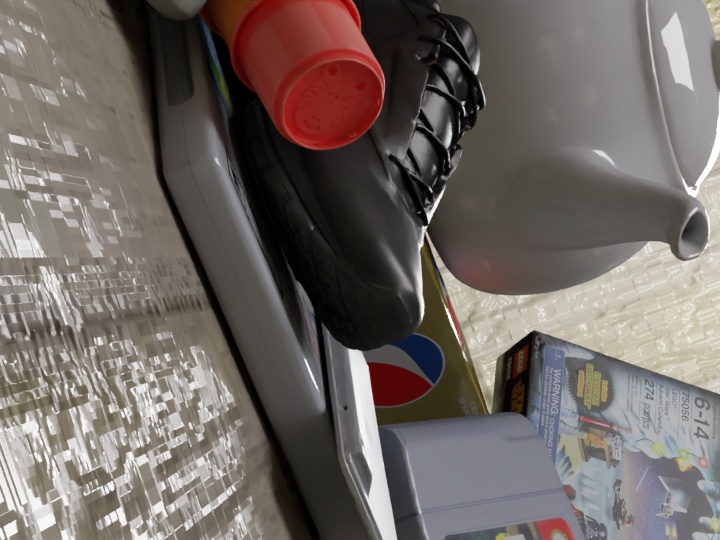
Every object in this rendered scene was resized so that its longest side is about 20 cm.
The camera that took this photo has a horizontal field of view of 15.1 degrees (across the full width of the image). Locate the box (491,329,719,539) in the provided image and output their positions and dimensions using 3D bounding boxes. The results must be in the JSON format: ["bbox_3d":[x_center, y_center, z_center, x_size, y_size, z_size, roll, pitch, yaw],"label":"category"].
[{"bbox_3d":[0.119,0.140,1.216,0.040,0.136,0.201,-41,-144,54],"label":"box"}]

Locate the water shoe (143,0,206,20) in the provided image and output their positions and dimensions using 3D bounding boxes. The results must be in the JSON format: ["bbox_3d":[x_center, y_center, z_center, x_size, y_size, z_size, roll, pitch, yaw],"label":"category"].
[{"bbox_3d":[-0.074,-0.186,0.915,0.072,0.079,0.201,18,53,-86],"label":"water shoe"}]

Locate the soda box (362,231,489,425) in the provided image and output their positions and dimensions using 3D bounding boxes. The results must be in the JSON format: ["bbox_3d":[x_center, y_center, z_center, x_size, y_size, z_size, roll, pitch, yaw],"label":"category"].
[{"bbox_3d":[0.000,0.000,1.178,0.068,0.064,0.200,-105,174,-47],"label":"soda box"}]

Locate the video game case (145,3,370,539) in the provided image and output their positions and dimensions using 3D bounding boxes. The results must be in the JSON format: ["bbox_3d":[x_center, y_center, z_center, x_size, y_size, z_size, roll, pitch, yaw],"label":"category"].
[{"bbox_3d":[-0.033,0.005,0.992,0.182,0.022,0.201,-103,172,-61],"label":"video game case"}]

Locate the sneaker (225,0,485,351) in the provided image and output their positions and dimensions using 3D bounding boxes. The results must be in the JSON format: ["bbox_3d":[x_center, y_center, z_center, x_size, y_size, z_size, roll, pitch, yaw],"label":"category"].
[{"bbox_3d":[0.004,-0.053,0.973,0.200,0.090,0.076,-104,175,-47],"label":"sneaker"}]

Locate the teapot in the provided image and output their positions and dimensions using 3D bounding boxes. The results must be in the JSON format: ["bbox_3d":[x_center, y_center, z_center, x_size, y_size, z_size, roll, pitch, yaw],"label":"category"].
[{"bbox_3d":[0.104,-0.088,1.234,0.197,0.145,0.201,18,64,-73],"label":"teapot"}]

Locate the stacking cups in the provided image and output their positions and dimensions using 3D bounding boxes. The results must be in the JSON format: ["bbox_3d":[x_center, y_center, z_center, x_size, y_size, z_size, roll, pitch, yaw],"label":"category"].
[{"bbox_3d":[-0.043,-0.110,0.969,0.200,0.060,0.061,-115,-179,-46],"label":"stacking cups"}]

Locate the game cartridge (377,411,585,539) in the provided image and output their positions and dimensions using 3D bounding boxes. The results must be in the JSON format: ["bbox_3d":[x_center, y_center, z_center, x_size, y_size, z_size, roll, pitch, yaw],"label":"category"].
[{"bbox_3d":[0.062,0.154,1.100,0.133,0.041,0.201,-4,68,-55],"label":"game cartridge"}]

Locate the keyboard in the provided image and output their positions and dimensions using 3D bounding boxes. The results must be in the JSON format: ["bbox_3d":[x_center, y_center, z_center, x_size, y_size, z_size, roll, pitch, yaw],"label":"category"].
[{"bbox_3d":[-0.002,0.051,0.978,0.200,0.011,0.056,-99,174,-69],"label":"keyboard"}]
